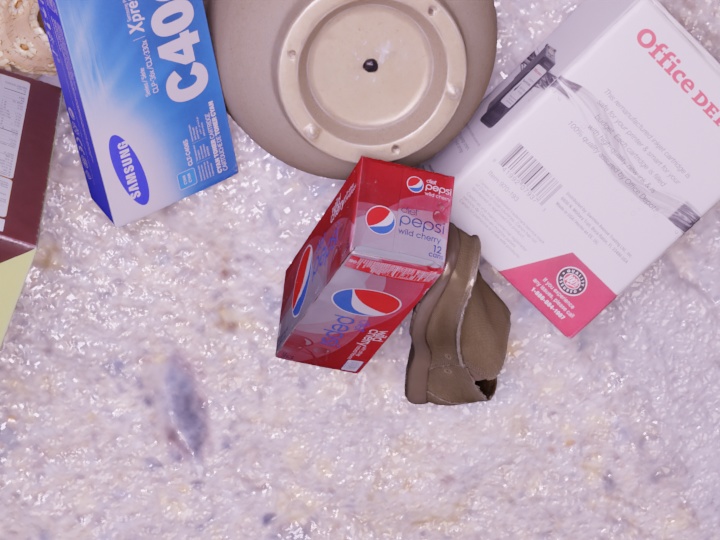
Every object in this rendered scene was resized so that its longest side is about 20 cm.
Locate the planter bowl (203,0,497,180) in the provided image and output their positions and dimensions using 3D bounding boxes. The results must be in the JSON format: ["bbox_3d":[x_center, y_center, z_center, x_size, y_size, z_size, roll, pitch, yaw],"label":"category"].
[{"bbox_3d":[-0.001,-0.144,1.333,0.200,0.135,0.201,-2,109,-7],"label":"planter bowl"}]

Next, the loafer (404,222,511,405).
[{"bbox_3d":[0.068,0.031,1.394,0.067,0.200,0.076,7,64,2],"label":"loafer"}]

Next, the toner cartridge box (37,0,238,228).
[{"bbox_3d":[-0.143,-0.132,1.319,0.095,0.043,0.200,-25,131,-17],"label":"toner cartridge box"}]

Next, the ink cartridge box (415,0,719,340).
[{"bbox_3d":[0.158,-0.079,1.405,0.200,0.083,0.145,-44,109,9],"label":"ink cartridge box"}]

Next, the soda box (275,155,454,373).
[{"bbox_3d":[0.000,0.000,1.356,0.063,0.200,0.070,13,66,-12],"label":"soda box"}]

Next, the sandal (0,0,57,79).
[{"bbox_3d":[-0.195,-0.167,1.332,0.211,0.070,0.078,-29,111,3],"label":"sandal"}]

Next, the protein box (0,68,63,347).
[{"bbox_3d":[-0.284,-0.008,1.288,0.135,0.200,0.199,18,120,-13],"label":"protein box"}]
